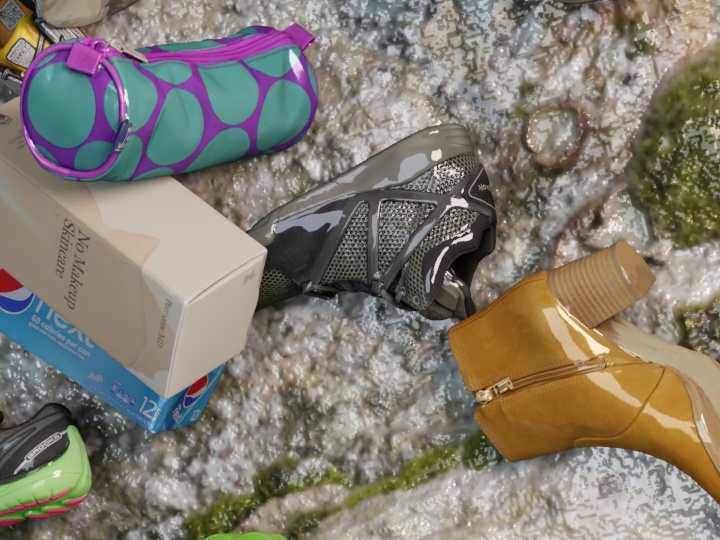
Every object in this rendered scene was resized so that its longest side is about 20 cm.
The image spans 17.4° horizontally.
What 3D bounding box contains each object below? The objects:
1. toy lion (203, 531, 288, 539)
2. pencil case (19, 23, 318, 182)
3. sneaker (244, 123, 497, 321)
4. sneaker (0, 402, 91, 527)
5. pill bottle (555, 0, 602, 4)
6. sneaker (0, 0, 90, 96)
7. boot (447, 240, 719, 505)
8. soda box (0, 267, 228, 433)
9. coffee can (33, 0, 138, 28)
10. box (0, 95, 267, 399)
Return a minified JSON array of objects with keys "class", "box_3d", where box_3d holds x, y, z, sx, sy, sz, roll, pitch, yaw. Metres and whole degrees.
[{"class":"toy lion","box_3d":[-0.039,0.249,1.523,0.200,0.069,0.192,-33,73,18]},{"class":"pencil case","box_3d":[-0.114,-0.107,1.463,0.085,0.200,0.093,38,118,25]},{"class":"sneaker","box_3d":[0.000,0.000,1.489,0.199,0.076,0.114,-27,75,13]},{"class":"sneaker","box_3d":[-0.273,0.136,1.605,0.200,0.077,0.084,-12,70,17]},{"class":"pill bottle","box_3d":[0.119,-0.213,1.374,0.109,0.200,0.110,0,91,21]},{"class":"sneaker","box_3d":[-0.203,-0.129,1.559,0.200,0.082,0.078,41,103,14]},{"class":"boot","box_3d":[0.152,0.091,1.449,0.144,0.071,0.201,-33,89,31]},{"class":"soda box","box_3d":[-0.187,0.027,1.563,0.200,0.068,0.064,33,104,17]},{"class":"coffee can","box_3d":[-0.200,-0.279,1.521,0.146,0.146,0.200,-39,78,17]},{"class":"box","box_3d":[-0.161,-0.020,1.488,0.200,0.078,0.095,36,136,23]}]
